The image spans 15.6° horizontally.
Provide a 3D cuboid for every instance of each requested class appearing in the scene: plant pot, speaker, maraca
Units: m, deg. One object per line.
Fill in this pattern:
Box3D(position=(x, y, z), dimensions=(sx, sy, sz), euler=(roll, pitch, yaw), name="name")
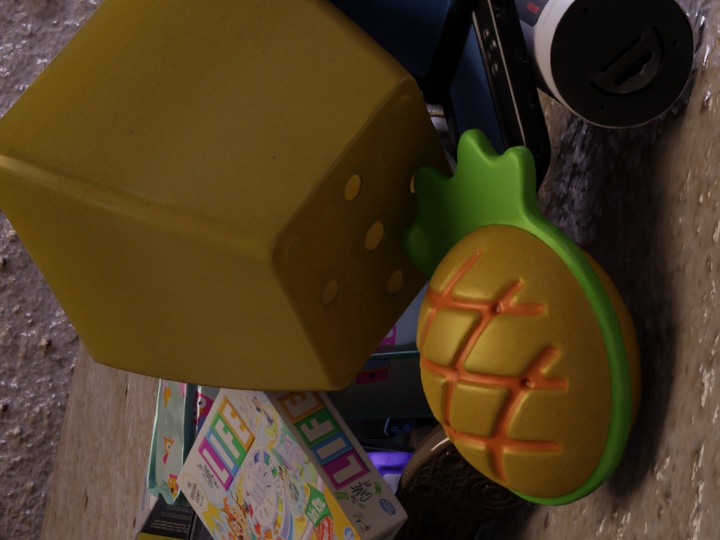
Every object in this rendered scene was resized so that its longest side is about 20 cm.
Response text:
Box3D(position=(-0.058, -0.047, 1.467), dimensions=(0.200, 0.176, 0.200), euler=(-53, -36, -22), name="plant pot")
Box3D(position=(0.119, -0.134, 1.452), dimensions=(0.200, 0.081, 0.081), euler=(-125, 46, -73), name="speaker")
Box3D(position=(0.080, 0.026, 1.378), dimensions=(0.137, 0.107, 0.200), euler=(-35, 70, 45), name="maraca")

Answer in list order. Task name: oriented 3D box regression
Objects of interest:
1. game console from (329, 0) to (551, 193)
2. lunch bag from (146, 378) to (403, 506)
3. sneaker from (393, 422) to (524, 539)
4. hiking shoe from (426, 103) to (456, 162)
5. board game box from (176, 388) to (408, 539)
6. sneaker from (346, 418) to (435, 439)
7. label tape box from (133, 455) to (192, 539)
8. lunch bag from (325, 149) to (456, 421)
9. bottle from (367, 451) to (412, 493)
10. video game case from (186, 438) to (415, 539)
Box3D(position=(0.022, -0.101, 1.475), dimensions=(0.200, 0.116, 0.176), euler=(106, 152, -75), name="game console")
Box3D(position=(-0.056, 0.070, 1.853), dimensions=(0.122, 0.170, 0.200), euler=(172, 102, -76), name="lunch bag")
Box3D(position=(0.054, 0.114, 1.551), dimensions=(0.200, 0.070, 0.076), euler=(120, 162, -52), name="sneaker")
Box3D(position=(0.043, -0.126, 1.785), dimensions=(0.200, 0.076, 0.101), euler=(-108, 26, -65), name="hiking shoe")
Box3D(position=(-0.045, 0.138, 1.593), dimensions=(0.135, 0.034, 0.200), euler=(55, 154, 15), name="board game box")
Box3D(position=(0.015, 0.014, 1.779), dimensions=(0.070, 0.078, 0.200), euler=(20, -111, -71), name="sneaker")
Box3D(position=(-0.090, 0.166, 2.000), dimensions=(0.200, 0.143, 0.066), euler=(122, 155, -59), name="label tape box")
Box3D(position=(0.000, 0.000, 1.631), dimensions=(0.077, 0.160, 0.200), euler=(109, 148, -44), name="lunch bag")
Box3D(position=(0.019, 0.213, 1.661), dimensions=(0.084, 0.065, 0.200), euler=(96, 174, -49), name="bottle")
Box3D(position=(-0.051, 0.205, 1.805), dimensions=(0.019, 0.143, 0.200), euler=(-118, 39, -70), name="video game case")
